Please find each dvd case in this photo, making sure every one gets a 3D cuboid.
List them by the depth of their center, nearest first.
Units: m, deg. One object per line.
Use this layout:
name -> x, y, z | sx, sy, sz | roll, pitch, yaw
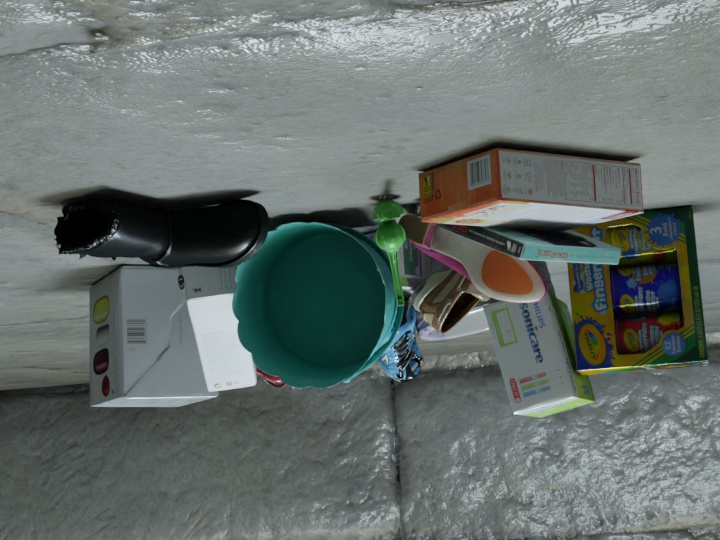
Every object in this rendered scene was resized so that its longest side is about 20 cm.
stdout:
dvd case -> 0.176, -0.043, 1.463 | 0.145, 0.022, 0.200 | 2, -167, -33

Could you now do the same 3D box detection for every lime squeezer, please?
lime squeezer -> 0.040, -0.038, 1.491 | 0.038, 0.071, 0.200 | -25, 151, -12

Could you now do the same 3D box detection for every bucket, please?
bucket -> -0.049, 0.039, 1.599 | 0.206, 0.208, 0.135 | -5, -179, 12

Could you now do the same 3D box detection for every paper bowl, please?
paper bowl -> 0.163, 0.022, 1.793 | 0.200, 0.105, 0.201 | -16, 168, -4

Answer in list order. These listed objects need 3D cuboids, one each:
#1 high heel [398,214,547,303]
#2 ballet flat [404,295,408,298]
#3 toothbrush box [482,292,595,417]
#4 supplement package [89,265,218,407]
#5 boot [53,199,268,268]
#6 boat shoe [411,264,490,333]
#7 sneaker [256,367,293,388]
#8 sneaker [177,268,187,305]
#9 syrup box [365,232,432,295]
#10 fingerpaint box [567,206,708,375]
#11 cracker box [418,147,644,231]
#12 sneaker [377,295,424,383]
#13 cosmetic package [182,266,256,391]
high heel -> 0.141, -0.014, 1.533 | 0.199, 0.068, 0.096 | 22, -174, 23
ballet flat -> 0.024, 0.051, 1.817 | 0.200, 0.068, 0.075 | -44, -172, -15
toothbrush box -> 0.241, 0.113, 1.713 | 0.086, 0.146, 0.200 | -18, 168, 14
supplement package -> -0.312, 0.103, 1.924 | 0.146, 0.192, 0.200 | 2, 169, -25
boot -> -0.222, -0.045, 1.407 | 0.198, 0.074, 0.162 | -9, 166, 36
boat shoe -> 0.153, 0.005, 1.638 | 0.076, 0.072, 0.200 | 7, 135, -49
sneaker -> -0.106, 0.098, 1.823 | 0.071, 0.113, 0.200 | 18, -169, 0
sneaker -> -0.163, 0.022, 1.803 | 0.199, 0.089, 0.074 | 0, 170, -29
syrup box -> 0.000, 0.000, 1.745 | 0.200, 0.079, 0.081 | -12, 168, 44
fingerpaint box -> 0.355, 0.028, 1.668 | 0.166, 0.201, 0.073 | -5, 170, 14
cracker box -> 0.179, -0.082, 1.351 | 0.199, 0.058, 0.134 | 3, 171, -34
sneaker -> 0.059, 0.100, 1.754 | 0.078, 0.090, 0.200 | -31, 164, -9
cosmetic package -> -0.184, 0.059, 1.690 | 0.074, 0.102, 0.200 | -8, 141, -5
